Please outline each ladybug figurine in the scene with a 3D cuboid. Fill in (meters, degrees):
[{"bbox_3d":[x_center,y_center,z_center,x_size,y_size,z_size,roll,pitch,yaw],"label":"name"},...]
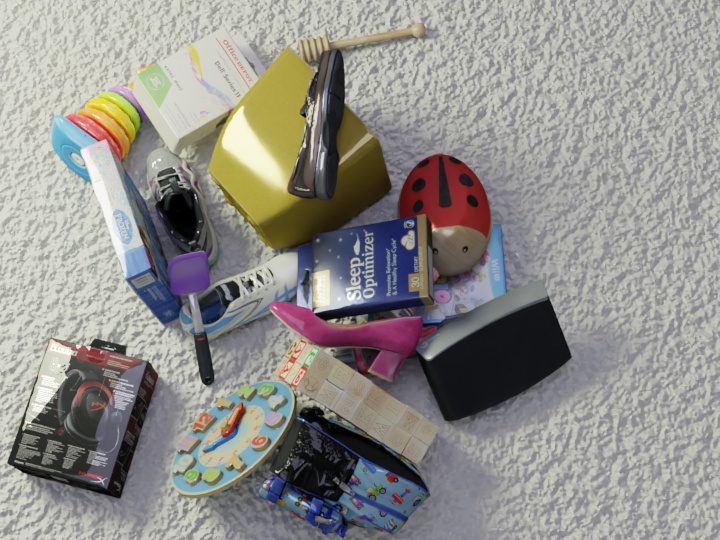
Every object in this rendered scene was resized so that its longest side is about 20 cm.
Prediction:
[{"bbox_3d":[0.118,-0.090,1.696,0.134,0.072,0.202,-8,57,0],"label":"ladybug figurine"}]

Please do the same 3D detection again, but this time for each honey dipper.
[{"bbox_3d":[0.004,-0.351,1.837,0.197,0.038,0.038,-10,69,-5],"label":"honey dipper"}]

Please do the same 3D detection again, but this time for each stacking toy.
[{"bbox_3d":[-0.362,-0.234,1.788,0.115,0.110,0.201,35,64,-1],"label":"stacking toy"}]

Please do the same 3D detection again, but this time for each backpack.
[{"bbox_3d":[-0.016,0.274,1.539,0.198,0.183,0.136,28,82,0],"label":"backpack"}]

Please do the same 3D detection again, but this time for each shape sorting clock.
[{"bbox_3d":[-0.169,0.217,1.574,0.200,0.200,0.039,-43,112,-11],"label":"shape sorting clock"}]

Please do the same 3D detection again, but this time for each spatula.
[{"bbox_3d":[-0.223,0.068,1.636,0.056,0.021,0.203,-12,112,-13],"label":"spatula"}]

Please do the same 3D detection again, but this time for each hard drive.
[{"bbox_3d":[0.183,0.113,1.612,0.198,0.042,0.136,-27,110,-6],"label":"hard drive"}]

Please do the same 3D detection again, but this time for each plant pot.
[{"bbox_3d":[-0.099,-0.149,1.690,0.200,0.194,0.196,-41,73,-6],"label":"plant pot"}]

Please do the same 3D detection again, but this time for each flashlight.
[{"bbox_3d":[0.061,0.099,1.645,0.197,0.069,0.068,-12,25,4],"label":"flashlight"}]

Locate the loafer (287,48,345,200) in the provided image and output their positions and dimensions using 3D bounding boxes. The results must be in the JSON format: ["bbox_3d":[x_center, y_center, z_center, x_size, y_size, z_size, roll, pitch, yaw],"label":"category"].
[{"bbox_3d":[-0.060,-0.192,1.565,0.062,0.072,0.203,2,80,16],"label":"loafer"}]

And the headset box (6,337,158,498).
[{"bbox_3d":[-0.372,0.191,1.637,0.147,0.075,0.203,12,71,7],"label":"headset box"}]

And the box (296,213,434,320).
[{"bbox_3d":[0.000,0.000,1.611,0.197,0.032,0.123,-10,64,19],"label":"box"}]

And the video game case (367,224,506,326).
[{"bbox_3d":[0.107,0.008,1.705,0.197,0.018,0.145,-3,69,2],"label":"video game case"}]

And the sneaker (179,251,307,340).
[{"bbox_3d":[-0.162,0.033,1.685,0.198,0.073,0.072,-30,69,-9],"label":"sneaker"}]

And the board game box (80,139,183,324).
[{"bbox_3d":[-0.311,-0.049,1.654,0.043,0.200,0.201,-23,70,-3],"label":"board game box"}]

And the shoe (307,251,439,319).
[{"bbox_3d":[0.015,-0.005,1.668,0.199,0.072,0.091,30,75,35],"label":"shoe"}]

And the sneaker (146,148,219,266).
[{"bbox_3d":[-0.261,-0.110,1.705,0.077,0.140,0.202,-27,71,-6],"label":"sneaker"}]

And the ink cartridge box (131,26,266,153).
[{"bbox_3d":[-0.222,-0.276,1.772,0.199,0.067,0.118,-34,87,-21],"label":"ink cartridge box"}]

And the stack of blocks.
[{"bbox_3d":[-0.006,0.170,1.569,0.199,0.115,0.059,35,83,-18],"label":"stack of blocks"}]

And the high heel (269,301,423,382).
[{"bbox_3d":[-0.017,0.063,1.568,0.198,0.067,0.097,28,93,-7],"label":"high heel"}]
